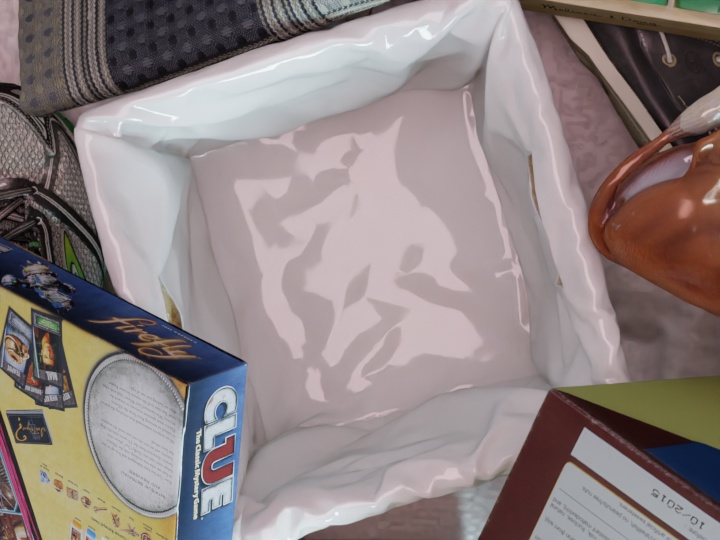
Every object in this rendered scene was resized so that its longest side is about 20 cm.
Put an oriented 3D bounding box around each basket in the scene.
[{"bbox_3d":[0.000,0.000,1.027,0.199,0.161,0.199,-17,90,2],"label":"basket"}]

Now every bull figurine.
[{"bbox_3d":[0.191,-0.005,0.954,0.199,0.065,0.122,23,121,-24],"label":"bull figurine"}]

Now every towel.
[{"bbox_3d":[-0.068,-0.175,1.031,0.192,0.035,0.201,-17,60,27],"label":"towel"}]

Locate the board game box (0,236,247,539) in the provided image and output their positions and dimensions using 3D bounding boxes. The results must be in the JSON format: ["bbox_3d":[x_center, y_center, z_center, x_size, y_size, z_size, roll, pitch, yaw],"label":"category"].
[{"bbox_3d":[-0.133,0.068,0.981,0.199,0.035,0.136,25,119,37],"label":"board game box"}]

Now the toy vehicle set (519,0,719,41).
[{"bbox_3d":[0.117,-0.172,1.029,0.199,0.027,0.125,10,84,12],"label":"toy vehicle set"}]

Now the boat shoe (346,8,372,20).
[{"bbox_3d":[-0.005,-0.217,1.069,0.062,0.073,0.201,11,94,2],"label":"boat shoe"}]

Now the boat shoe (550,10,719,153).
[{"bbox_3d":[0.147,-0.082,1.062,0.067,0.072,0.201,-32,86,4],"label":"boat shoe"}]

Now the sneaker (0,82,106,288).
[{"bbox_3d":[-0.150,0.011,1.073,0.078,0.085,0.201,-12,89,3],"label":"sneaker"}]

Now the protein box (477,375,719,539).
[{"bbox_3d":[0.136,0.163,0.945,0.135,0.198,0.201,36,111,32],"label":"protein box"}]
